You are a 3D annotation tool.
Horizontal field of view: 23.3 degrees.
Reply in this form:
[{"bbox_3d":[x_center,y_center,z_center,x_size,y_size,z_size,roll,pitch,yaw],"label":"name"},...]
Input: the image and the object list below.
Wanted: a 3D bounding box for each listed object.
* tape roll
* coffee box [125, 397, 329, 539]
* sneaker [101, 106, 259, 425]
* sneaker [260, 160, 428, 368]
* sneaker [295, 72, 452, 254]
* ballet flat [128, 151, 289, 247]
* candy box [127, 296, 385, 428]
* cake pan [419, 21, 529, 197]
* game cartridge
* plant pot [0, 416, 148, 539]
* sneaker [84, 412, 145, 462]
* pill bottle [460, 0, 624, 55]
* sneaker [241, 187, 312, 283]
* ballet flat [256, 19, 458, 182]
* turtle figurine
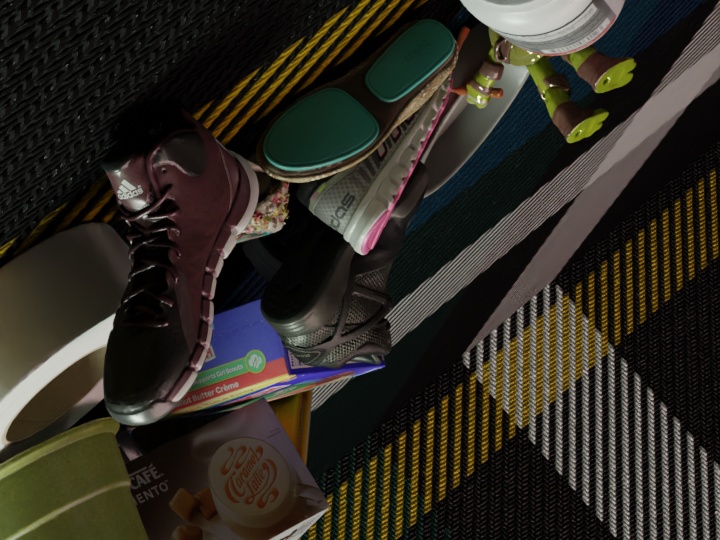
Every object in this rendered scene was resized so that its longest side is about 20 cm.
[{"bbox_3d":[-0.225,0.059,1.201,0.202,0.071,0.203,-41,170,-9],"label":"tape roll"},{"bbox_3d":[-0.140,0.204,1.458,0.199,0.115,0.080,-22,163,-38],"label":"coffee box"},{"bbox_3d":[-0.137,-0.014,1.090,0.116,0.075,0.202,52,46,-48],"label":"sneaker"},{"bbox_3d":[0.000,0.000,1.448,0.200,0.076,0.115,-57,142,-27],"label":"sneaker"},{"bbox_3d":[0.009,-0.111,1.400,0.201,0.087,0.074,-63,180,-31],"label":"sneaker"},{"bbox_3d":[-0.106,-0.050,1.250,0.200,0.075,0.065,-31,140,-69],"label":"ballet flat"},{"bbox_3d":[-0.095,0.076,1.538,0.168,0.078,0.199,-18,171,24],"label":"candy box"},{"bbox_3d":[0.095,-0.154,1.555,0.201,0.037,0.201,-50,169,-14],"label":"cake pan"},{"bbox_3d":[-0.139,0.165,1.662,0.198,0.033,0.177,-20,-144,18],"label":"game cartridge"},{"bbox_3d":[-0.215,0.239,1.268,0.199,0.191,0.200,-32,171,-6],"label":"plant pot"},{"bbox_3d":[-0.254,0.200,1.623,0.113,0.076,0.200,-33,165,-31],"label":"sneaker"},{"bbox_3d":[0.124,-0.221,1.237,0.116,0.116,0.200,-44,170,11],"label":"pill bottle"},{"bbox_3d":[-0.024,-0.036,1.558,0.114,0.076,0.200,-42,168,14],"label":"sneaker"},{"bbox_3d":[-0.002,-0.116,1.324,0.199,0.071,0.065,-36,166,-26],"label":"ballet flat"},{"bbox_3d":[0.143,-0.191,1.377,0.064,0.162,0.201,-1,132,-51],"label":"turtle figurine"}]
